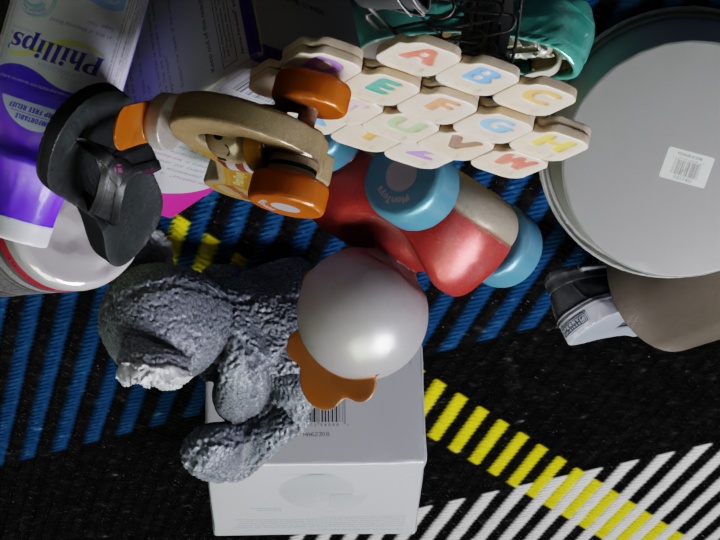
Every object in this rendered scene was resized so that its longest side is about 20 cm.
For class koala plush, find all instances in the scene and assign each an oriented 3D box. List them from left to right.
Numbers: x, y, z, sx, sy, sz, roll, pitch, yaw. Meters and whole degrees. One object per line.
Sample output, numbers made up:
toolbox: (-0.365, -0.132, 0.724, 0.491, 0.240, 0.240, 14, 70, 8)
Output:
koala plush: (-0.131, 0.048, 1.827, 0.199, 0.178, 0.183, 23, 135, -40)

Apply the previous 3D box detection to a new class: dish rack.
dish rack: (0.060, -0.188, 1.343, 0.054, 0.155, 0.200, 0, 159, 30)

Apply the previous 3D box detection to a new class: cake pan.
cake pan: (0.222, -0.081, 1.558, 0.199, 0.037, 0.202, 0, 114, -1)

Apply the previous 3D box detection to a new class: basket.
basket: (0.296, -0.018, 1.733, 0.179, 0.137, 0.200, 10, 157, -32)

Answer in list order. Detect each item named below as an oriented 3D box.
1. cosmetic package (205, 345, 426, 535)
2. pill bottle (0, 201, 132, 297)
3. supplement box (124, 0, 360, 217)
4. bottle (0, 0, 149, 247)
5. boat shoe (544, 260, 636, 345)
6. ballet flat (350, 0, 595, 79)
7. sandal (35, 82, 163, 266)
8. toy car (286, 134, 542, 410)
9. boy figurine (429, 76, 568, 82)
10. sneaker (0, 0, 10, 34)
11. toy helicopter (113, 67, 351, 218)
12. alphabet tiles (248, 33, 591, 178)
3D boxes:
cosmetic package: (-0.043, 0.159, 2.099, 0.198, 0.124, 0.200, 0, 154, -2)
pill bottle: (-0.248, -0.037, 1.653, 0.110, 0.112, 0.199, 16, 169, -31)
supplement box: (-0.104, -0.127, 1.481, 0.199, 0.104, 0.101, -31, 150, 35)
bottle: (-0.192, -0.116, 1.418, 0.083, 0.201, 0.065, 18, -176, 6)
boat shoe: (0.216, 0.015, 1.867, 0.199, 0.068, 0.074, -10, 157, -48)
ballet flat: (0.058, -0.149, 1.511, 0.198, 0.071, 0.067, -3, 155, 5)
sandal: (-0.148, -0.056, 1.407, 0.048, 0.076, 0.201, 31, 167, 18)
toy car: (0.000, 0.000, 1.618, 0.176, 0.201, 0.184, 32, 180, 31)
boy figurine: (0.113, -0.110, 1.606, 0.199, 0.065, 0.124, 16, 153, -36)
sneaker: (-0.260, -0.138, 1.531, 0.088, 0.078, 0.199, 7, 159, -43)
toy helicopter: (-0.082, -0.073, 1.379, 0.131, 0.079, 0.200, 13, 170, -2)
alphabet tiles: (0.036, -0.097, 1.375, 0.199, 0.015, 0.195, 17, 162, -23)
